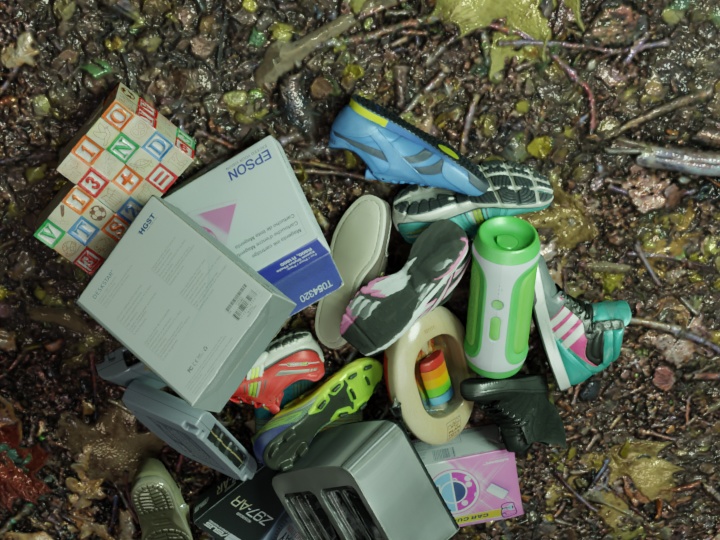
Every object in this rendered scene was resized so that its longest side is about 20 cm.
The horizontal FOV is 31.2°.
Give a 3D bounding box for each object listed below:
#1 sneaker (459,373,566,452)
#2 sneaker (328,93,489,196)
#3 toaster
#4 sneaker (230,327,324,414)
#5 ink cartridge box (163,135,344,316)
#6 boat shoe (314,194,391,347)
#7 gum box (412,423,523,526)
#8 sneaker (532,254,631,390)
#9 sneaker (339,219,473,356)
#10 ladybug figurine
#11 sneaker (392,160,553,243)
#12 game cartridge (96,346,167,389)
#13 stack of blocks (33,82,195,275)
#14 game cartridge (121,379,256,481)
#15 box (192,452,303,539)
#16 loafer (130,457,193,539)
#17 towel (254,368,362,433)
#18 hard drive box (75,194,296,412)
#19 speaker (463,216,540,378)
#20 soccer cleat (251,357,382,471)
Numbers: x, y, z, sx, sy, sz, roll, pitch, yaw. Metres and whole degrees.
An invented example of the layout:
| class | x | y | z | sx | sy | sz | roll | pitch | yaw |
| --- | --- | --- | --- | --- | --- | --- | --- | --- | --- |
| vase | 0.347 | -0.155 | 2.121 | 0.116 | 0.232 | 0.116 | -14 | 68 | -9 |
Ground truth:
| class | x | y | z | sx | sy | sz | roll | pitch | yaw |
| --- | --- | --- | --- | --- | --- | --- | --- | --- | --- |
| sneaker | 0.201 | 0.189 | 1.680 | 0.199 | 0.060 | 0.105 | 0 | 89 | -49 |
| sneaker | 0.056 | -0.130 | 1.532 | 0.199 | 0.066 | 0.079 | 28 | 106 | -6 |
| toaster | 0.003 | 0.286 | 1.650 | 0.180 | 0.118 | 0.201 | -17 | 105 | 48 |
| sneaker | -0.137 | 0.150 | 1.644 | 0.199 | 0.077 | 0.086 | -25 | 100 | 7 |
| ink cartridge box | -0.144 | -0.026 | 1.522 | 0.195 | 0.201 | 0.043 | -30 | 160 | 10 |
| boat shoe | 0.000 | 0.000 | 1.608 | 0.059 | 0.072 | 0.202 | -6 | 117 | -51 |
| gum box | 0.115 | 0.289 | 1.765 | 0.198 | 0.066 | 0.114 | -11 | 117 | 1 |
| sneaker | 0.281 | 0.051 | 1.647 | 0.120 | 0.084 | 0.201 | -19 | 116 | 3 |
| sneaker | 0.068 | 0.033 | 1.570 | 0.200 | 0.081 | 0.086 | -42 | 151 | 10 |
| ladybug figurine | 0.084 | 0.133 | 1.663 | 0.135 | 0.072 | 0.202 | -28 | 117 | -31 |
| sneaker | 0.138 | -0.080 | 1.584 | 0.198 | 0.078 | 0.080 | -9 | 138 | 5 |
| game cartridge | -0.214 | 0.096 | 1.608 | 0.199 | 0.042 | 0.133 | -25 | 158 | 8 |
| stack of blocks | -0.302 | -0.106 | 1.525 | 0.115 | 0.059 | 0.200 | 37 | 109 | -21 |
| game cartridge | -0.219 | 0.202 | 1.633 | 0.132 | 0.041 | 0.200 | 16 | 158 | 23 |
| box | -0.105 | 0.337 | 1.770 | 0.160 | 0.044 | 0.200 | -39 | 119 | 20 |
| loafer | -0.267 | 0.328 | 1.755 | 0.075 | 0.069 | 0.201 | -3 | 134 | -2 |
| towel | -0.070 | 0.216 | 1.738 | 0.145 | 0.022 | 0.202 | 0 | 120 | -4 |
| hard drive box | -0.199 | 0.037 | 1.465 | 0.200 | 0.077 | 0.156 | 38 | 93 | 21 |
| speaker | 0.172 | 0.035 | 1.582 | 0.087 | 0.089 | 0.201 | -2 | 129 | -4 |
| soccer cleat | -0.059 | 0.173 | 1.660 | 0.200 | 0.084 | 0.065 | -40 | 124 | -11 |
